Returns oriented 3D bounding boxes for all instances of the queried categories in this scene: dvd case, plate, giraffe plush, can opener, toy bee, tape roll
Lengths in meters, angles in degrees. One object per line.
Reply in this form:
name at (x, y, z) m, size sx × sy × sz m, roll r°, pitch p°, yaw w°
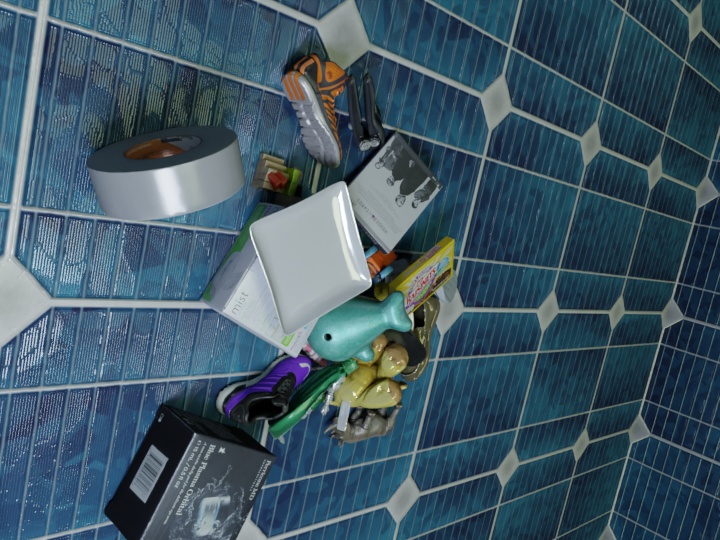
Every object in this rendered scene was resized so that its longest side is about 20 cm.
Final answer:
dvd case at (0.059, -0.153, 1.269) m, size 0.150 × 0.025 × 0.200 m, roll 47°, pitch 65°, yaw -16°
plate at (-0.082, -0.022, 1.071) m, size 0.200 × 0.032 × 0.201 m, roll -30°, pitch 117°, yaw -33°
giraffe plush at (0.021, 0.216, 1.309) m, size 0.201 × 0.172 × 0.162 m, roll -63°, pitch 160°, yaw 6°
can opener at (0.004, -0.281, 1.160) m, size 0.200 × 0.063 × 0.079 m, roll 64°, pitch 13°, yaw -67°
toy bee at (0.000, 0.000, 1.262) m, size 0.109 × 0.131 × 0.200 m, roll -36°, pitch 159°, yaw 19°
tape roll at (-0.260, -0.137, 0.880) m, size 0.200 × 0.200 × 0.066 m, roll -28°, pitch 124°, yaw -36°

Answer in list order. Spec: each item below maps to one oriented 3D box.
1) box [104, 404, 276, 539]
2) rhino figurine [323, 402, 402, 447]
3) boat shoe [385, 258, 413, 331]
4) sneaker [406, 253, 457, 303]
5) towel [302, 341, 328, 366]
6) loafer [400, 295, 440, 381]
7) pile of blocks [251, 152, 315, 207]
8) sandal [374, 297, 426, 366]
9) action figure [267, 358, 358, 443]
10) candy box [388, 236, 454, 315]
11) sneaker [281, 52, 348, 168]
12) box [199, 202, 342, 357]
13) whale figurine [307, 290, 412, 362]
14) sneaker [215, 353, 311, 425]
box at (-0.280, 0.360, 1.096) m, size 0.200 × 0.117 × 0.197 m, roll 35°, pitch 79°, yaw -47°
rhino figurine at (0.002, 0.334, 1.408) m, size 0.199 × 0.060 × 0.088 m, roll -4°, pitch 117°, yaw -41°
boat shoe at (0.071, 0.075, 1.388) m, size 0.069 × 0.071 × 0.201 m, roll -7°, pitch 104°, yaw -22°
sneaker at (0.162, 0.010, 1.450) m, size 0.073 × 0.071 × 0.200 m, roll -63°, pitch 147°, yaw -16°
towel at (-0.080, 0.079, 1.259) m, size 0.147 × 0.030 × 0.200 m, roll -53°, pitch 134°, yaw -19°
loafer at (0.119, 0.147, 1.456) m, size 0.067 × 0.076 × 0.201 m, roll 22°, pitch 78°, yaw -46°
pile of blocks at (-0.104, -0.128, 1.138) m, size 0.082 × 0.062 × 0.200 m, roll -57°, pitch 135°, yaw -14°
sandal at (0.074, 0.128, 1.342) m, size 0.076 × 0.043 × 0.200 m, roll -42°, pitch 116°, yaw 6°
action figure at (-0.084, 0.234, 1.211) m, size 0.200 × 0.118 × 0.055 m, roll -41°, pitch 108°, yaw -6°
candy box at (0.124, 0.020, 1.309) m, size 0.200 × 0.026 × 0.103 m, roll -38°, pitch 138°, yaw -36°
sneaker at (-0.055, -0.281, 1.124) m, size 0.112 × 0.077 × 0.201 m, roll -52°, pitch 143°, yaw -30°
box at (-0.142, 0.016, 1.112) m, size 0.176 × 0.096 × 0.201 m, roll 37°, pitch 77°, yaw -37°
whale figurine at (-0.010, 0.097, 1.174) m, size 0.104 × 0.199 × 0.160 m, roll -38°, pitch 114°, yaw -67°
sneaker at (-0.154, 0.226, 1.184) m, size 0.200 × 0.099 × 0.070 m, roll -27°, pitch 124°, yaw -36°
